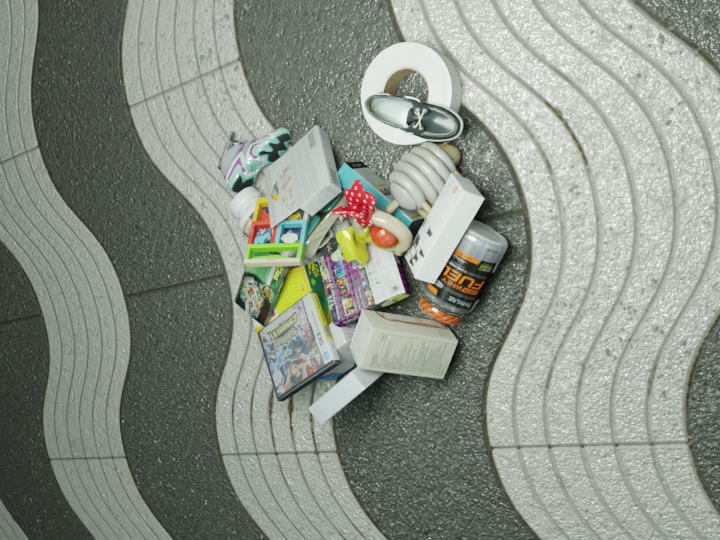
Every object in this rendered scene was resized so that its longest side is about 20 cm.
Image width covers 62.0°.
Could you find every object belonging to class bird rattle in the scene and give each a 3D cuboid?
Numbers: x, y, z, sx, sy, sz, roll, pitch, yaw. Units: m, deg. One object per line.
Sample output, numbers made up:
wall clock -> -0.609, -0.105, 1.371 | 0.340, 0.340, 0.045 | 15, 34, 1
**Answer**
bird rattle -> 0.031, -0.094, 1.212 | 0.163, 0.113, 0.200 | 22, 151, 5

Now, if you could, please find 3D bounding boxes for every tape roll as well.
tape roll -> 0.104, -0.359, 1.232 | 0.202, 0.071, 0.203 | 6, 103, 25

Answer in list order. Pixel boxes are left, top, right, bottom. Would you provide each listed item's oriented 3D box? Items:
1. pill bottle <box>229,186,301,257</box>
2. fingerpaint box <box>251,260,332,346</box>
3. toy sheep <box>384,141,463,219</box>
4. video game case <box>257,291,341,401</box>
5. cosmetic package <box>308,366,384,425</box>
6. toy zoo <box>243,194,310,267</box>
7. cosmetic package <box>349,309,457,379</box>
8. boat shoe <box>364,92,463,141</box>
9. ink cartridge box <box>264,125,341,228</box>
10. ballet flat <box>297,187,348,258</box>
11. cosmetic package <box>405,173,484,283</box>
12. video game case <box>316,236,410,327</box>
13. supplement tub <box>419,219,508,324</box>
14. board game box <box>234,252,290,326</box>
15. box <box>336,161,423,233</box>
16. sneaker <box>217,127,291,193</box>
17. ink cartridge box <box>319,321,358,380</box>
pill bottle -> -0.215, -0.104, 1.425 | 0.200, 0.111, 0.111 | 44, 116, 13
fingerpaint box -> -0.173, 0.084, 1.465 | 0.199, 0.073, 0.167 | -16, 92, 30
toy sheep -> 0.128, -0.183, 1.220 | 0.200, 0.138, 0.138 | -44, 77, -10
video game case -> -0.146, 0.175, 1.376 | 0.200, 0.025, 0.181 | -37, 61, 29
cosmetic package -> -0.009, 0.251, 1.344 | 0.151, 0.200, 0.052 | -42, 82, 27
toy zoo -> -0.179, -0.100, 1.329 | 0.131, 0.020, 0.201 | -2, 60, 12
cosmetic package -> 0.091, 0.157, 1.275 | 0.199, 0.087, 0.104 | 12, 111, -22
boat shoe -> 0.101, -0.299, 1.172 | 0.199, 0.060, 0.076 | 18, 108, 23
ink cartridge box -> -0.133, -0.201, 1.335 | 0.176, 0.045, 0.200 | -35, 46, 25
ballet flat -> -0.076, -0.113, 1.361 | 0.200, 0.062, 0.067 | -51, 32, -8
cosmetic package -> 0.158, -0.080, 1.163 | 0.050, 0.083, 0.200 | 15, 118, -24
video game case -> 0.000, 0.000, 1.320 | 0.181, 0.036, 0.201 | -26, 62, 19
supplement tub -> 0.205, 0.002, 1.227 | 0.122, 0.122, 0.201 | 31, 113, 18
board game box -> -0.232, 0.030, 1.408 | 0.105, 0.023, 0.200 | 40, 128, 18
box -> 0.041, -0.157, 1.300 | 0.200, 0.082, 0.049 | 42, 116, 14
sneaker -> -0.268, -0.297, 1.435 | 0.200, 0.078, 0.140 | -41, 61, 7
ink cartridge box -> -0.044, 0.176, 1.388 | 0.200, 0.116, 0.068 | -38, 55, 28
